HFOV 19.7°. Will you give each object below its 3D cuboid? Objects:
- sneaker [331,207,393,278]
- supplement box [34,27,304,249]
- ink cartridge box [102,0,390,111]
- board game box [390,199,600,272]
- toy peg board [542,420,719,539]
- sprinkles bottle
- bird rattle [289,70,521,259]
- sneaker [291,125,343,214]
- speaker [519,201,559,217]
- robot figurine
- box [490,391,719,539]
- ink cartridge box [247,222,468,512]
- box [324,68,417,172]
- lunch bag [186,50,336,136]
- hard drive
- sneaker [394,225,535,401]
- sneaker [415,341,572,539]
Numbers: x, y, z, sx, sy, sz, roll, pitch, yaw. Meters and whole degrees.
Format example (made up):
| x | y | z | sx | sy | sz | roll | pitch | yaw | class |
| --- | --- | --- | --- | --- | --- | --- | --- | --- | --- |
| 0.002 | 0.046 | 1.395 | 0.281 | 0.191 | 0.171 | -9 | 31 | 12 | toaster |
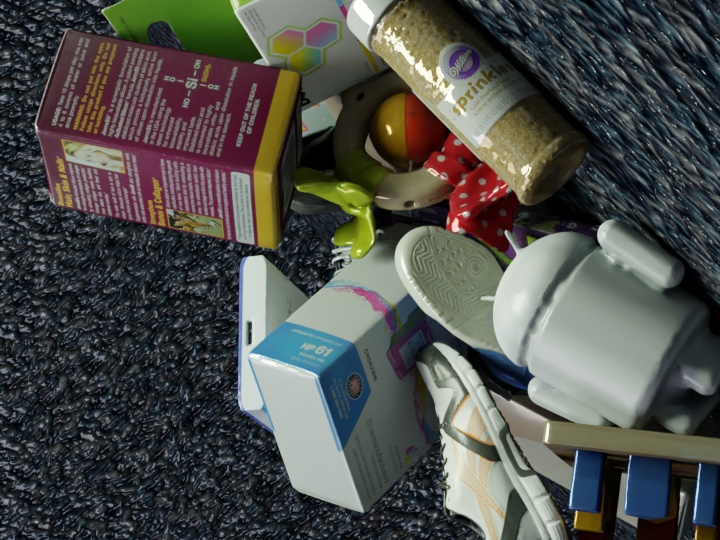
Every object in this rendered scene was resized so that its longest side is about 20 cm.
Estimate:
| x | y | z | sx | sy | sz | roll | pitch | yaw | class |
| --- | --- | --- | --- | --- | --- | --- | --- | --- | --- |
| 0.000 | 0.000 | 1.823 | 0.077 | 0.200 | 0.085 | -4 | 128 | 25 | sneaker |
| -0.153 | -0.106 | 1.702 | 0.199 | 0.103 | 0.131 | 12 | 154 | 4 | supplement box |
| -0.084 | -0.191 | 1.684 | 0.148 | 0.200 | 0.076 | 56 | -171 | -54 | ink cartridge box |
| 0.119 | -0.001 | 1.737 | 0.200 | 0.032 | 0.120 | 15 | 129 | 32 | board game box |
| 0.246 | 0.183 | 1.594 | 0.199 | 0.098 | 0.199 | 5 | 171 | 13 | toy peg board |
| 0.078 | -0.137 | 1.517 | 0.200 | 0.068 | 0.068 | 47 | 175 | 19 | sprinkles bottle |
| 0.044 | -0.097 | 1.683 | 0.113 | 0.199 | 0.163 | 46 | -142 | -55 | bird rattle |
| -0.007 | -0.099 | 1.966 | 0.104 | 0.199 | 0.060 | 98 | 158 | -67 | sneaker |
| 0.150 | -0.010 | 1.787 | 0.200 | 0.081 | 0.081 | 49 | 175 | -5 | speaker |
| 0.183 | 0.045 | 1.568 | 0.200 | 0.170 | 0.113 | 31 | -152 | 16 | robot figurine |
| 0.217 | 0.146 | 1.829 | 0.200 | 0.095 | 0.078 | 27 | 140 | 22 | box |
| 0.017 | 0.077 | 1.711 | 0.085 | 0.200 | 0.145 | 12 | 132 | 40 | ink cartridge box |
| 0.033 | -0.134 | 1.860 | 0.095 | 0.078 | 0.200 | 42 | 172 | 42 | box |
| -0.070 | -0.212 | 1.967 | 0.200 | 0.122 | 0.170 | 25 | 159 | 34 | lunch bag |
| -0.059 | 0.081 | 1.787 | 0.200 | 0.025 | 0.132 | 47 | -140 | -65 | hard drive |
| 0.098 | 0.040 | 1.677 | 0.200 | 0.077 | 0.111 | 31 | 162 | -13 | sneaker |
| 0.087 | 0.147 | 1.633 | 0.200 | 0.080 | 0.074 | 61 | 180 | 22 | sneaker |
